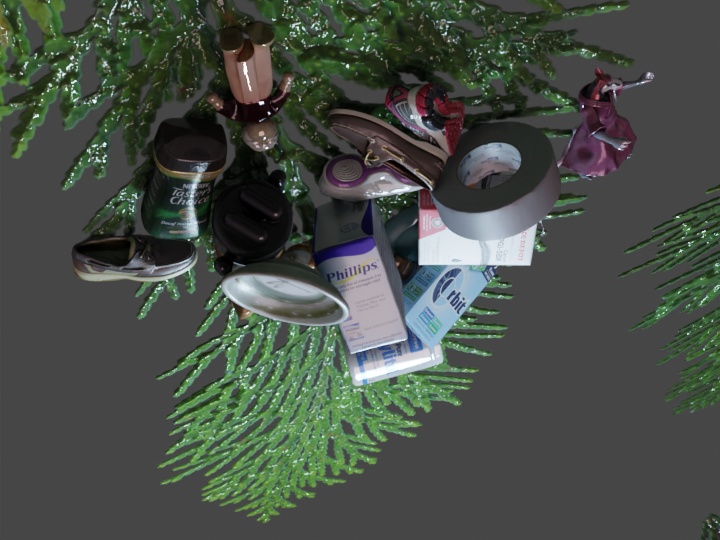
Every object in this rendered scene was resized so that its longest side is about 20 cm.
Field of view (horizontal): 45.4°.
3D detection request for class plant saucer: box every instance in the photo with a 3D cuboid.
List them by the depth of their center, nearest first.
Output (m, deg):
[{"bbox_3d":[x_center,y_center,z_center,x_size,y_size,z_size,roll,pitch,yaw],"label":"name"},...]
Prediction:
[{"bbox_3d":[-0.110,0.026,1.311,0.199,0.050,0.200,11,158,5],"label":"plant saucer"},{"bbox_3d":[0.131,-0.064,1.608,0.199,0.027,0.200,-12,150,-7],"label":"plant saucer"}]

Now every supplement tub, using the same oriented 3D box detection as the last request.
[{"bbox_3d":[0.064,0.161,1.836,0.199,0.132,0.132,-15,149,-2],"label":"supplement tub"}]

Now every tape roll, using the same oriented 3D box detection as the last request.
[{"bbox_3d":[0.208,-0.142,1.341,0.200,0.201,0.066,-21,133,8],"label":"tape roll"}]

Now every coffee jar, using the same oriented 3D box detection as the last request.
[{"bbox_3d":[-0.259,-0.134,1.259,0.104,0.086,0.200,-2,146,-23],"label":"coffee jar"}]

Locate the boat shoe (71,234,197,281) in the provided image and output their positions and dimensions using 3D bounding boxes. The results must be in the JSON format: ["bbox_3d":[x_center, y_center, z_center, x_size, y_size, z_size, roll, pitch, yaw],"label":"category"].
[{"bbox_3d":[-0.367,-0.025,1.399,0.200,0.072,0.066,-5,153,-10],"label":"boat shoe"}]

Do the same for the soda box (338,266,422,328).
[{"bbox_3d":[0.050,0.066,1.716,0.200,0.063,0.071,-26,105,17],"label":"soda box"}]

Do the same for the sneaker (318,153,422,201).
[{"bbox_3d":[0.025,-0.154,1.392,0.199,0.075,0.100,-4,166,-19],"label":"sneaker"}]

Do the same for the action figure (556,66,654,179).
[{"bbox_3d":[0.385,-0.252,1.389,0.149,0.134,0.200,16,150,33],"label":"action figure"}]

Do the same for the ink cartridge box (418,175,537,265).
[{"bbox_3d":[0.198,-0.084,1.468,0.199,0.083,0.147,0,140,4],"label":"ink cartridge box"}]

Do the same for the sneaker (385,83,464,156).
[{"bbox_3d":[0.104,-0.233,1.291,0.074,0.081,0.200,12,171,25],"label":"sneaker"}]

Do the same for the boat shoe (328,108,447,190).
[{"bbox_3d":[0.037,-0.181,1.292,0.199,0.060,0.072,22,172,-23],"label":"boat shoe"}]

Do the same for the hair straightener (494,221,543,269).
[{"bbox_3d":[0.296,-0.054,1.698,0.077,0.041,0.200,5,139,-32],"label":"hair straightener"}]

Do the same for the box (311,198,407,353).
[{"bbox_3d":[0.000,0.000,1.429,0.105,0.184,0.201,-16,117,7],"label":"box"}]

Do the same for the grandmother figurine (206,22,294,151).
[{"bbox_3d":[-0.148,-0.239,1.172,0.121,0.061,0.200,-6,146,0],"label":"grandmother figurine"}]

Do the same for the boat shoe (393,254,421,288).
[{"bbox_3d":[0.023,0.012,1.642,0.200,0.072,0.072,-25,124,38],"label":"boat shoe"}]

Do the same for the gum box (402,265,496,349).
[{"bbox_3d":[0.160,0.034,1.619,0.200,0.045,0.170,-50,146,-6],"label":"gum box"}]

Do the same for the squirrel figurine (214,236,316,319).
[{"bbox_3d":[-0.146,0.004,1.520,0.186,0.142,0.200,-19,165,-15],"label":"squirrel figurine"}]

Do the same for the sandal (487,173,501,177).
[{"bbox_3d":[0.224,-0.118,1.537,0.075,0.048,0.201,-5,148,7],"label":"sandal"}]

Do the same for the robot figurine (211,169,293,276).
[{"bbox_3d":[-0.170,-0.072,1.325,0.150,0.125,0.200,-20,178,-11],"label":"robot figurine"}]
